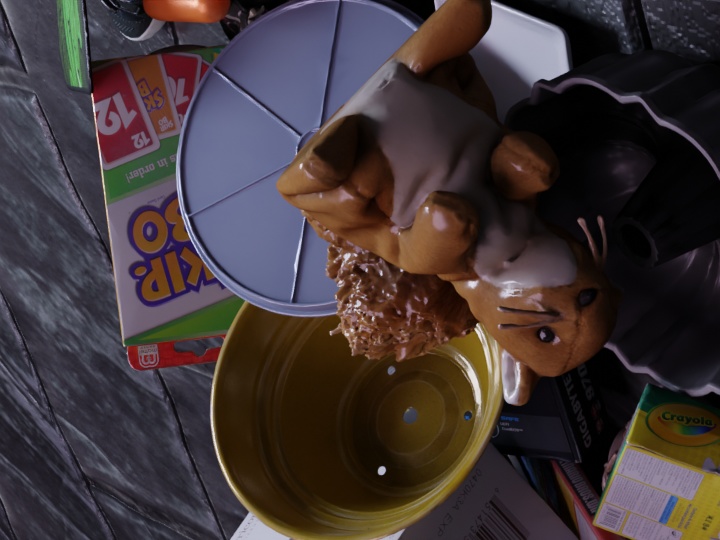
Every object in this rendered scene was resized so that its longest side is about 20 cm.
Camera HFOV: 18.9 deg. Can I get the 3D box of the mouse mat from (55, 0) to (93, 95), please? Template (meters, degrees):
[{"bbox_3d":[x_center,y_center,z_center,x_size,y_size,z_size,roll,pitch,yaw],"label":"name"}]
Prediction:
[{"bbox_3d":[-0.191,-0.214,1.390,0.161,0.007,0.201,-156,60,-75],"label":"mouse mat"}]

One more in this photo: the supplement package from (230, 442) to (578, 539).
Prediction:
[{"bbox_3d":[0.020,0.186,1.420,0.117,0.117,0.200,47,149,-21],"label":"supplement package"}]

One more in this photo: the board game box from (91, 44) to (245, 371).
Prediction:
[{"bbox_3d":[-0.114,-0.039,1.381,0.030,0.095,0.201,-98,1,-84],"label":"board game box"}]

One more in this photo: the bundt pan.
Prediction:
[{"bbox_3d":[0.172,-0.034,1.173,0.202,0.076,0.202,36,147,28],"label":"bundt pan"}]

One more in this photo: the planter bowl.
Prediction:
[{"bbox_3d":[0.015,0.078,1.309,0.200,0.201,0.083,32,177,35],"label":"planter bowl"}]

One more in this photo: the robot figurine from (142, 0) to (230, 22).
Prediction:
[{"bbox_3d":[-0.099,-0.237,1.322,0.200,0.117,0.144,17,140,47],"label":"robot figurine"}]

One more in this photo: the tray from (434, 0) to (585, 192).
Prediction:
[{"bbox_3d":[0.098,-0.080,1.292,0.107,0.022,0.201,28,143,38],"label":"tray"}]

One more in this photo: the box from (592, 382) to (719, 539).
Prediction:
[{"bbox_3d":[0.239,0.138,1.223,0.199,0.048,0.117,22,151,7],"label":"box"}]

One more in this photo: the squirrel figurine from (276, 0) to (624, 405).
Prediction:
[{"bbox_3d":[0.053,-0.019,1.176,0.187,0.142,0.200,44,156,-5],"label":"squirrel figurine"}]

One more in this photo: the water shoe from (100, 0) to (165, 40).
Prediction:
[{"bbox_3d":[-0.176,-0.226,1.486,0.071,0.079,0.200,41,150,23],"label":"water shoe"}]

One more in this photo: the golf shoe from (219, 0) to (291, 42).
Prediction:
[{"bbox_3d":[-0.019,-0.123,1.390,0.200,0.077,0.088,52,168,17],"label":"golf shoe"}]

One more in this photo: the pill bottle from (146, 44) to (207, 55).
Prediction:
[{"bbox_3d":[-0.122,-0.084,1.497,0.111,0.111,0.200,54,171,0],"label":"pill bottle"}]

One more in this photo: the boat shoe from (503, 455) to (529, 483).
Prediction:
[{"bbox_3d":[0.097,0.182,1.483,0.067,0.057,0.200,85,162,-64],"label":"boat shoe"}]

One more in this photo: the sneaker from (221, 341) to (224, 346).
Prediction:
[{"bbox_3d":[0.001,0.063,1.561,0.199,0.115,0.076,31,151,-16],"label":"sneaker"}]

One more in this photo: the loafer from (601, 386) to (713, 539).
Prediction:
[{"bbox_3d":[0.175,0.131,1.366,0.063,0.072,0.200,45,154,29],"label":"loafer"}]

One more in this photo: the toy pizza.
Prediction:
[{"bbox_3d":[-0.020,-0.070,1.309,0.200,0.200,0.032,38,-173,27],"label":"toy pizza"}]

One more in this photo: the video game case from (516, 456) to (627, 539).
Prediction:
[{"bbox_3d":[0.146,0.179,1.421,0.200,0.017,0.143,-121,12,-46],"label":"video game case"}]

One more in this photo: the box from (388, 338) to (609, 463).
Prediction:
[{"bbox_3d":[0.048,0.039,1.383,0.199,0.046,0.159,5,127,37],"label":"box"}]
